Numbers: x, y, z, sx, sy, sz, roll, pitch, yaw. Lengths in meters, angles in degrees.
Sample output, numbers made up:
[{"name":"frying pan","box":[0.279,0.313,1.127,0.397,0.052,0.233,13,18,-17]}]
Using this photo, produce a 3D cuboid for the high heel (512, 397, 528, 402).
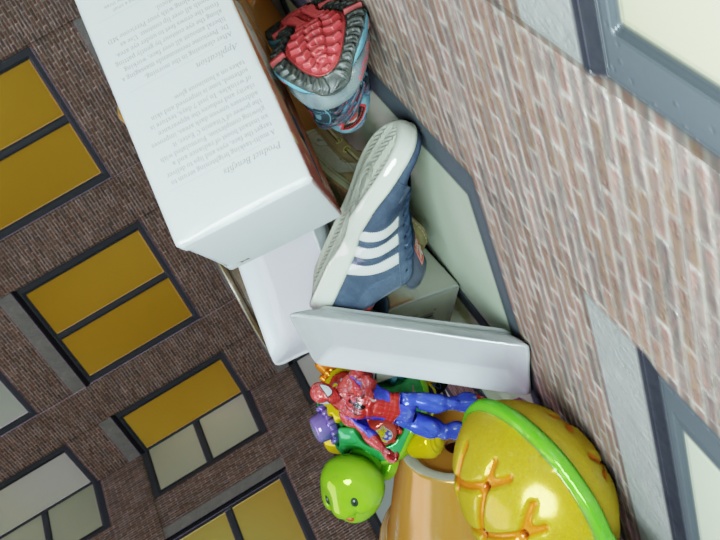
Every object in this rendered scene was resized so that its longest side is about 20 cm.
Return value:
[{"name":"high heel","box":[0.153,0.208,0.789,0.202,0.095,0.067,60,175,12]}]

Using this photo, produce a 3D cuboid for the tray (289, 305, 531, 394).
[{"name":"tray","box":[0.045,0.063,0.815,0.108,0.196,0.023,71,-150,-60]}]

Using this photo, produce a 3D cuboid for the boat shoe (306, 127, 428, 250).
[{"name":"boat shoe","box":[0.002,-0.082,0.906,0.200,0.066,0.075,42,163,35]}]

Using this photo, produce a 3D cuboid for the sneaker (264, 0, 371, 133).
[{"name":"sneaker","box":[-0.016,-0.150,0.742,0.096,0.078,0.201,57,-173,-23]}]

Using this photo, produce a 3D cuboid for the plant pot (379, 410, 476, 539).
[{"name":"plant pot","box":[0.112,0.258,1.071,0.201,0.196,0.186,-127,25,-56]}]

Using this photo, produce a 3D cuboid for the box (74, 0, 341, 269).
[{"name":"box","box":[-0.108,-0.120,0.729,0.152,0.105,0.203,42,-156,-82]}]

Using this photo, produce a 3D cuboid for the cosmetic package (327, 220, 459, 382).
[{"name":"cosmetic package","box":[0.000,0.000,0.963,0.200,0.086,0.105,49,143,38]}]

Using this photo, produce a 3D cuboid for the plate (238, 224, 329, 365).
[{"name":"plate","box":[-0.073,-0.018,0.956,0.199,0.032,0.203,-26,83,61]}]

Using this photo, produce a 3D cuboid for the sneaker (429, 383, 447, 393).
[{"name":"sneaker","box":[0.069,0.108,1.238,0.078,0.070,0.200,45,-173,-6]}]

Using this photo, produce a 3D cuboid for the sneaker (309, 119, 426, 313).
[{"name":"sneaker","box":[0.025,-0.034,0.790,0.201,0.083,0.076,118,165,-45]}]

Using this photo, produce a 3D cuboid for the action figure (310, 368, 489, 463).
[{"name":"action figure","box":[0.050,0.136,0.872,0.099,0.196,0.067,-98,21,-74]}]

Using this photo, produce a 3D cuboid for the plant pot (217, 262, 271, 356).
[{"name":"plant pot","box":[-0.074,-0.030,1.200,0.203,0.196,0.200,59,174,10]}]

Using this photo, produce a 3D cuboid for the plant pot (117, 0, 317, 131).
[{"name":"plant pot","box":[-0.130,-0.176,1.061,0.183,0.200,0.201,45,-176,-31]}]

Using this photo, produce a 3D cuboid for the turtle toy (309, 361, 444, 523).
[{"name":"turtle toy","box":[0.006,0.152,0.990,0.100,0.143,0.205,22,-112,-53]}]

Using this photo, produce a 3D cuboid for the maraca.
[{"name":"maraca","box":[0.141,0.179,0.708,0.201,0.106,0.138,50,159,22]}]
